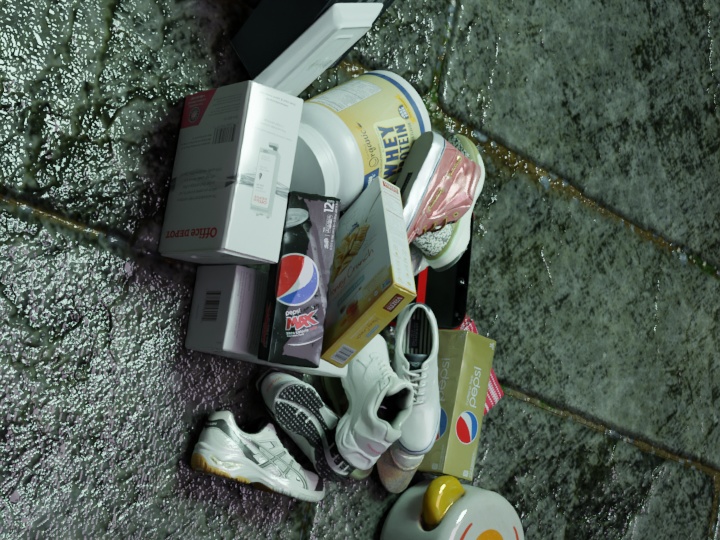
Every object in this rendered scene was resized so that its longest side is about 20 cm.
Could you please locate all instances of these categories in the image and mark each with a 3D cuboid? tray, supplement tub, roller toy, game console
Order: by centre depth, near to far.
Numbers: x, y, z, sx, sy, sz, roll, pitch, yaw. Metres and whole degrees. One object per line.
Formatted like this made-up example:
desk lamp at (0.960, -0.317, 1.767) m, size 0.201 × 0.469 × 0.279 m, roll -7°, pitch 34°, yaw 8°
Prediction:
tray at (-0.062, -0.256, 1.599) m, size 0.107 × 0.200 × 0.022 m, roll -19°, pitch 75°, yaw -55°
supplement tub at (-0.021, -0.158, 1.673) m, size 0.200 × 0.144 × 0.145 m, roll -32°, pitch 110°, yaw -39°
roller toy at (0.130, 0.381, 1.795) m, size 0.182 × 0.139 × 0.201 m, roll 14°, pitch 83°, yaw -43°
game console at (0.085, -0.018, 1.851) m, size 0.176 × 0.031 × 0.201 m, roll 10°, pitch 81°, yaw -36°

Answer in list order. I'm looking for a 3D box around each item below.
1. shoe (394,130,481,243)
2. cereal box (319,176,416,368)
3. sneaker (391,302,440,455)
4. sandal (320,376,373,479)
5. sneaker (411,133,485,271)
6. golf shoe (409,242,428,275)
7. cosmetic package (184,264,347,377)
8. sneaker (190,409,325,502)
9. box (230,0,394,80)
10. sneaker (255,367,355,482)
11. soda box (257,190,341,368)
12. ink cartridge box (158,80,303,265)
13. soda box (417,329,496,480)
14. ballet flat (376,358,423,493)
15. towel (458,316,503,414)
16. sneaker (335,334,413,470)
shoe at (0.078, -0.067, 1.646) m, size 0.091 × 0.071 × 0.201 m, roll 30°, pitch 80°, yaw -26°
cereal box at (0.000, 0.000, 1.573) m, size 0.039 × 0.144 × 0.200 m, roll 27°, pitch 33°, yaw -27°
sneaker at (0.067, 0.138, 1.708) m, size 0.071 × 0.073 × 0.201 m, roll 74°, pitch 14°, yaw -78°
sandal at (-0.001, 0.177, 1.742) m, size 0.080 × 0.057 × 0.202 m, roll -16°, pitch 100°, yaw -42°
sneaker at (0.105, -0.104, 1.733) m, size 0.088 × 0.077 × 0.201 m, roll 32°, pitch 56°, yaw -35°
golf shoe at (0.069, -0.016, 1.777) m, size 0.097 × 0.078 × 0.201 m, roll 33°, pitch 70°, yaw -38°
cosmetic package at (-0.107, 0.064, 1.629) m, size 0.200 × 0.085 × 0.108 m, roll 18°, pitch 77°, yaw -42°
sneaker at (-0.113, 0.228, 1.625) m, size 0.200 × 0.075 × 0.088 m, roll 27°, pitch 71°, yaw -40°
box at (-0.048, -0.319, 1.608) m, size 0.141 × 0.200 × 0.079 m, roll -26°, pitch 80°, yaw -42°
sneaker at (-0.063, 0.192, 1.671) m, size 0.074 × 0.080 × 0.200 m, roll -41°, pitch 128°, yaw -12°
soda box at (-0.072, 0.011, 1.544) m, size 0.063 × 0.071 × 0.201 m, roll 8°, pitch 86°, yaw -15°
ink cartridge box at (-0.154, -0.109, 1.547) m, size 0.083 × 0.146 × 0.201 m, roll 15°, pitch 80°, yaw -38°
soda box at (0.129, 0.185, 1.825) m, size 0.064 × 0.068 × 0.201 m, roll 21°, pitch 75°, yaw -40°
ballet flat at (0.063, 0.202, 1.767) m, size 0.068 × 0.067 × 0.201 m, roll 4°, pitch 89°, yaw -30°
towel at (0.125, 0.177, 1.884) m, size 0.200 × 0.022 × 0.145 m, roll -39°, pitch 115°, yaw -36°
sneaker at (0.030, 0.152, 1.650) m, size 0.078 × 0.099 × 0.201 m, roll 35°, pitch 37°, yaw -31°
